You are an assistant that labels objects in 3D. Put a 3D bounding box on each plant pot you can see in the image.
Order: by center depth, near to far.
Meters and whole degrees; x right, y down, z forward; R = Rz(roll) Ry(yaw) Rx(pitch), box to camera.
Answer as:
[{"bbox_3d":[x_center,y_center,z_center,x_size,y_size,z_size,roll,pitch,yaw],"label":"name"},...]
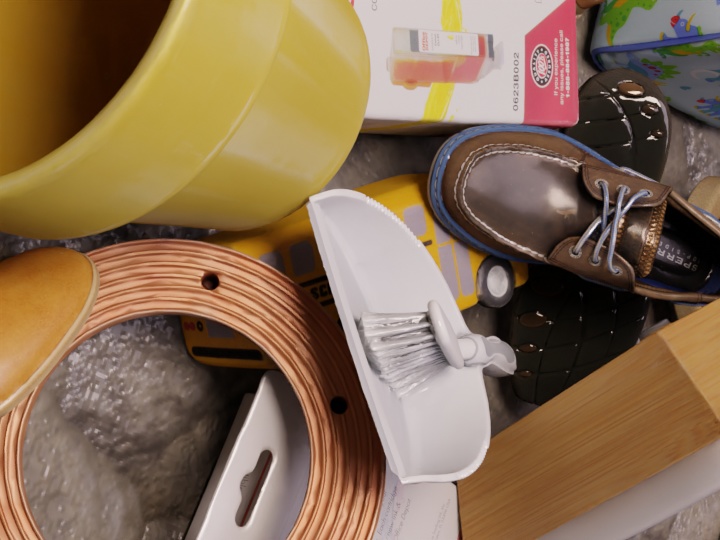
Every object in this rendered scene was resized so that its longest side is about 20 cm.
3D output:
[{"bbox_3d":[-0.094,-0.100,0.725,0.189,0.200,0.202,25,72,-57],"label":"plant pot"}]

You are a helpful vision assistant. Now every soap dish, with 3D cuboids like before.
[{"bbox_3d":[0.152,0.078,0.876,0.157,0.200,0.081,-22,78,-42],"label":"soap dish"}]

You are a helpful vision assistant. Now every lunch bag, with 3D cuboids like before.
[{"bbox_3d":[0.257,-0.145,1.073,0.199,0.160,0.083,17,79,-42],"label":"lunch bag"}]

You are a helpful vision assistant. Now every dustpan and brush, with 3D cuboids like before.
[{"bbox_3d":[0.039,0.038,0.832,0.200,0.057,0.140,44,27,-74],"label":"dustpan and brush"}]

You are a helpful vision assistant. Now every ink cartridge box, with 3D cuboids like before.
[{"bbox_3d":[-0.021,0.139,0.872,0.200,0.067,0.117,39,65,-39],"label":"ink cartridge box"},{"bbox_3d":[0.021,-0.146,0.898,0.199,0.083,0.146,-3,92,-44],"label":"ink cartridge box"}]

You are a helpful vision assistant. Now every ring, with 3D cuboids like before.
[{"bbox_3d":[-0.087,0.085,0.774,0.199,0.019,0.202,2,77,-8],"label":"ring"}]

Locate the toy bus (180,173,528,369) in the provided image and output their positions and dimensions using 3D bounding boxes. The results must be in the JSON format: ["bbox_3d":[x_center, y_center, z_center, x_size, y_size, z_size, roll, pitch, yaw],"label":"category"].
[{"bbox_3d":[0.000,0.000,0.893,0.199,0.065,0.079,-20,102,-42],"label":"toy bus"}]

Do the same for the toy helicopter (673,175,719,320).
[{"bbox_3d":[0.245,0.028,1.140,0.132,0.079,0.201,-47,132,-43],"label":"toy helicopter"}]

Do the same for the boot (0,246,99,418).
[{"bbox_3d":[-0.205,0.009,0.682,0.201,0.071,0.144,-41,128,-27],"label":"boot"}]

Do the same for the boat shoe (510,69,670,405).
[{"bbox_3d":[0.135,-0.019,1.004,0.075,0.074,0.201,14,102,-2],"label":"boat shoe"}]

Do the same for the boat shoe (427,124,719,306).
[{"bbox_3d":[0.130,-0.028,0.897,0.199,0.072,0.073,14,95,-28],"label":"boat shoe"}]

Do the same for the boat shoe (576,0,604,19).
[{"bbox_3d":[0.146,-0.238,1.024,0.076,0.074,0.201,26,73,-41],"label":"boat shoe"}]
